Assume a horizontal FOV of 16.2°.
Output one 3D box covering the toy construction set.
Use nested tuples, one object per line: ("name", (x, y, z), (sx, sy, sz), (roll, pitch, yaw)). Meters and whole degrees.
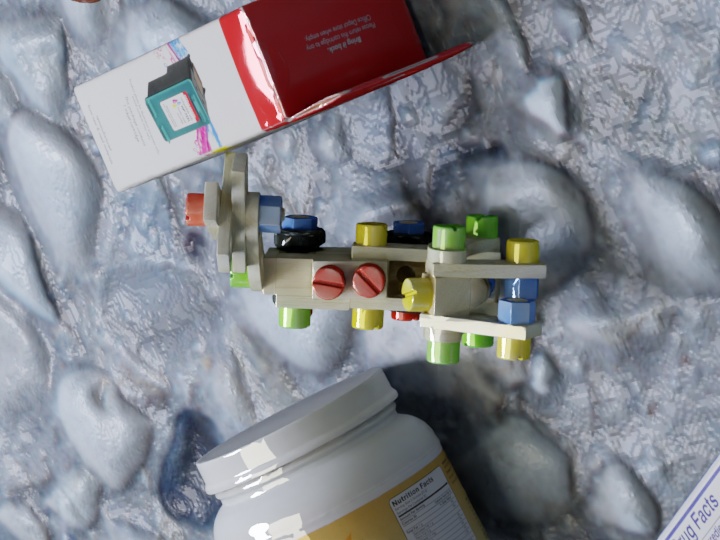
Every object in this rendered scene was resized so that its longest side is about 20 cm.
("toy construction set", (0.000, 0.000, 1.363), (0.199, 0.131, 0.093), (17, 99, 0))

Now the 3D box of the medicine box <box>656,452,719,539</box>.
("medicine box", (0.271, 0.126, 1.198), (0.200, 0.103, 0.182), (46, 136, 18))

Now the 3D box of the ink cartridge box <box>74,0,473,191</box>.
("ink cartridge box", (-0.048, -0.111, 1.377), (0.200, 0.116, 0.068), (-18, 95, 47))

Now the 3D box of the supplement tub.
("supplement tub", (0.003, 0.171, 1.459), (0.144, 0.144, 0.201), (-25, 93, 48))

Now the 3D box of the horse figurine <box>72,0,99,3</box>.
("horse figurine", (-0.209, -0.230, 1.517), (0.200, 0.050, 0.133), (53, 151, 1))
